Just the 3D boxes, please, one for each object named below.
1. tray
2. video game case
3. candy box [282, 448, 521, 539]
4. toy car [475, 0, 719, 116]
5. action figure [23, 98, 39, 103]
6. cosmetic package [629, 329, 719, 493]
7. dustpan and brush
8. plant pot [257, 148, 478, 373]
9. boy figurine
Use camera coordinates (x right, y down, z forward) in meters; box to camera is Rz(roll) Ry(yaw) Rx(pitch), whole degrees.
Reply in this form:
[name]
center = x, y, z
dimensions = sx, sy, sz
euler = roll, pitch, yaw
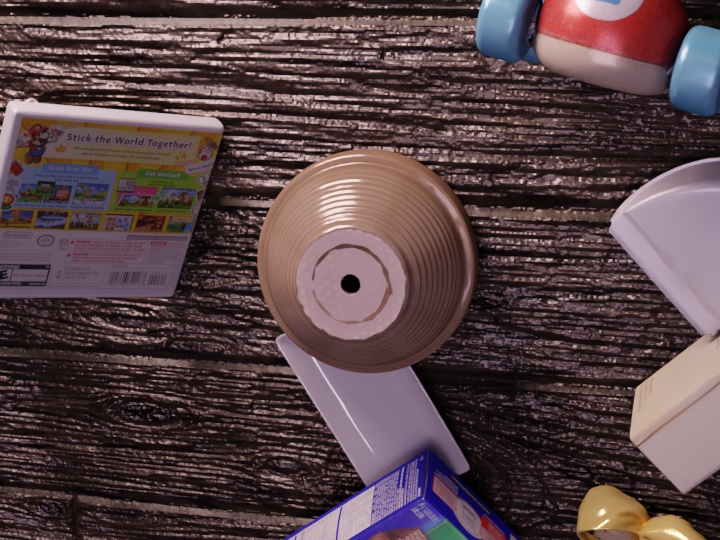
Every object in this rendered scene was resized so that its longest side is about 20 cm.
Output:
[tray]
center = 0.014, 0.123, 1.269
dimensions = 0.107, 0.022, 0.201
euler = -26, 104, 21
[video game case]
center = -0.233, -0.057, 1.182
dimensions = 0.198, 0.023, 0.183
euler = 1, 122, -36
[candy box]
center = 0.042, 0.292, 1.292
dimensions = 0.199, 0.077, 0.169
euler = -36, 110, 26
[toy car]
center = 0.209, -0.236, 0.999
dimensions = 0.183, 0.177, 0.202
euler = 18, 104, 18
[action figure]
center = -0.351, -0.098, 1.223
dimensions = 0.199, 0.148, 0.135
euler = 34, 75, -31
[cosmetic package]
center = 0.327, 0.088, 1.132
dimensions = 0.073, 0.104, 0.200
euler = 44, 114, -5
[dustpan and brush]
center = 0.324, -0.055, 1.107
dimensions = 0.140, 0.057, 0.200
euler = 46, 122, -8
[plant pot]
center = 0.000, 0.000, 1.166
dimensions = 0.198, 0.093, 0.203
euler = 2, 103, 10
[boy figurine]
center = 0.287, 0.270, 1.225
dimensions = 0.199, 0.065, 0.125
euler = 39, 150, 5
